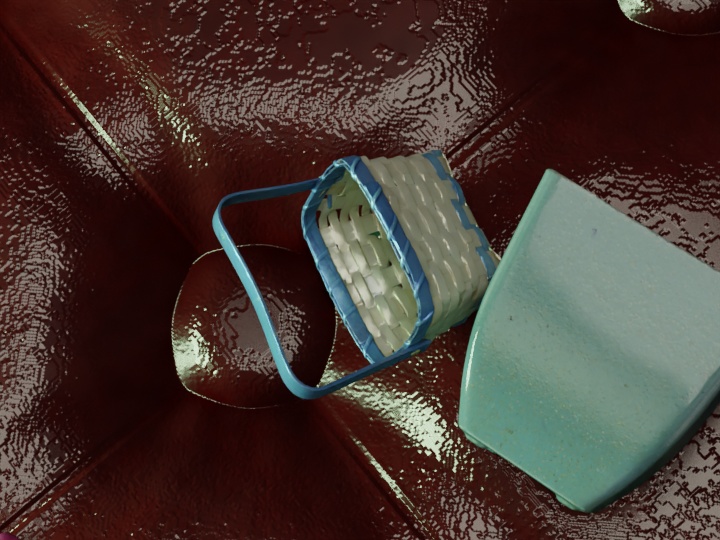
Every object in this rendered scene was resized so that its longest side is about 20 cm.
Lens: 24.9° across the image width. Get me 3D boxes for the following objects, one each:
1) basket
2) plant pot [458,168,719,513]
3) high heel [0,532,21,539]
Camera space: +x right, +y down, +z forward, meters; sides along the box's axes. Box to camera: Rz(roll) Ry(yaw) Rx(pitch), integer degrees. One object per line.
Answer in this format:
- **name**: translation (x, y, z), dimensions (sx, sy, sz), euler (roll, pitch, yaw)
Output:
- **basket**: translation (0.000, 0.000, 1.293), dimensions (0.199, 0.139, 0.177), euler (-13, 69, -30)
- **plant pot**: translation (0.179, 0.073, 1.244), dimensions (0.196, 0.196, 0.201), euler (33, 89, 14)
- **high heel**: translation (-0.204, 0.273, 1.276), dimensions (0.096, 0.067, 0.201), euler (-36, 78, 5)
